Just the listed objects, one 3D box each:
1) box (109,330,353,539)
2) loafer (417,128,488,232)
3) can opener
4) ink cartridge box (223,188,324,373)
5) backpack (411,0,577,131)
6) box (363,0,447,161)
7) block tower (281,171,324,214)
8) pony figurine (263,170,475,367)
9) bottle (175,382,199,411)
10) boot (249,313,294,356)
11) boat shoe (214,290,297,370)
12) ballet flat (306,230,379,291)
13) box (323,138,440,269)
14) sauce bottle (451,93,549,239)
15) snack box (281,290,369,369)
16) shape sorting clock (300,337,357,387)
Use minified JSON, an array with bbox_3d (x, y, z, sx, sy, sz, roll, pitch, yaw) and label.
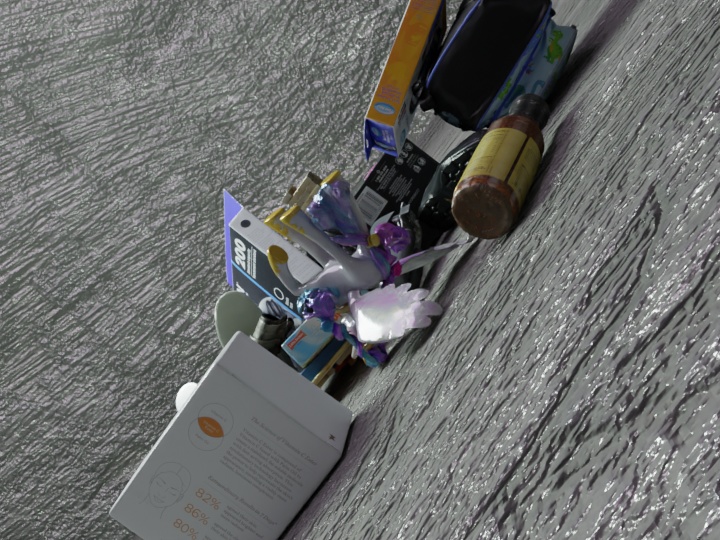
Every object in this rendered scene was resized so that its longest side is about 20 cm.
[{"bbox_3d":[-0.126,0.193,1.103,0.200,0.152,0.106,-53,4,15],"label":"box"},{"bbox_3d":[0.122,-0.117,1.309,0.201,0.068,0.071,126,168,-61],"label":"loafer"},{"bbox_3d":[0.040,-0.015,1.313,0.066,0.054,0.200,-21,25,21],"label":"can opener"},{"bbox_3d":[-0.133,0.018,1.498,0.043,0.200,0.199,-35,-31,-29],"label":"ink cartridge box"},{"bbox_3d":[0.163,-0.247,1.313,0.184,0.146,0.200,-59,1,10],"label":"backpack"},{"bbox_3d":[0.052,-0.225,1.298,0.119,0.041,0.201,63,-135,-79],"label":"box"},{"bbox_3d":[-0.021,-0.071,1.652,0.058,0.199,0.054,-53,5,14],"label":"block tower"},{"bbox_3d":[0.004,0.002,1.135,0.193,0.200,0.167,-29,14,43],"label":"pony figurine"},{"bbox_3d":[-0.171,0.193,1.507,0.084,0.065,0.200,-56,-35,6],"label":"bottle"},{"bbox_3d":[-0.136,0.114,1.357,0.200,0.067,0.132,-31,-40,-83],"label":"boot"},{"bbox_3d":[-0.134,0.118,1.489,0.070,0.202,0.072,-31,5,-3],"label":"boat shoe"},{"bbox_3d":[0.000,0.000,1.379,0.200,0.066,0.057,31,109,49],"label":"ballet flat"},{"bbox_3d":[0.034,-0.065,1.514,0.149,0.124,0.200,-55,3,-23],"label":"box"},{"bbox_3d":[0.143,-0.107,1.061,0.066,0.066,0.200,-51,3,41],"label":"sauce bottle"},{"bbox_3d":[-0.043,0.067,1.350,0.116,0.037,0.200,-46,-3,-6],"label":"snack box"},{"bbox_3d":[-0.021,0.102,1.386,0.200,0.039,0.200,-46,-2,-2],"label":"shape sorting clock"}]
